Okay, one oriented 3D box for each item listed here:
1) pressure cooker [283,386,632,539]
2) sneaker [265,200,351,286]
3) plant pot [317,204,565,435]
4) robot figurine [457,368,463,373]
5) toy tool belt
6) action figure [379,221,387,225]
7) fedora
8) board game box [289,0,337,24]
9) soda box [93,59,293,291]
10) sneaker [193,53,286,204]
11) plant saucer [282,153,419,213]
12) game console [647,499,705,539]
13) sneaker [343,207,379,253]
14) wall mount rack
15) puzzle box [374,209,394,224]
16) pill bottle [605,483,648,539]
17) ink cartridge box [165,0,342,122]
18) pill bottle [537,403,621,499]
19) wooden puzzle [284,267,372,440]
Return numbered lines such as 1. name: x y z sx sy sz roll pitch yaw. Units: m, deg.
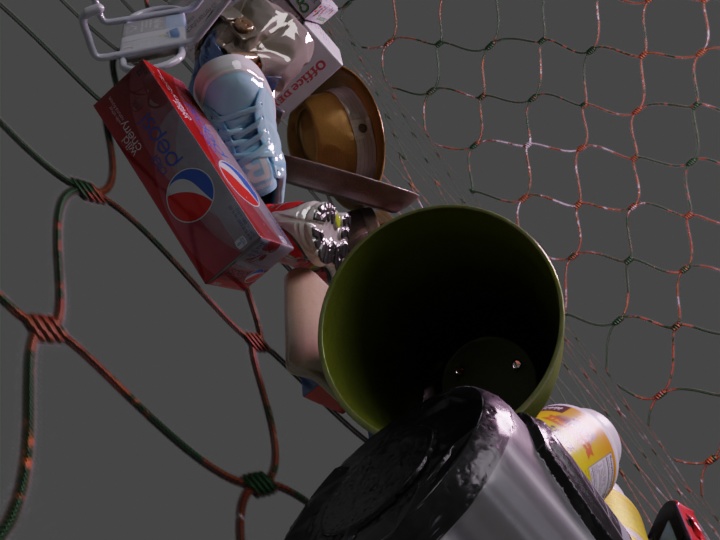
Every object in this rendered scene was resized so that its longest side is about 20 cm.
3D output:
1. pressure cooker: 0.071 0.192 0.542 0.200 0.178 0.176 50 44 -6
2. sneaker: -0.059 -0.032 0.924 0.200 0.085 0.077 57 40 -74
3. plant pot: 0.086 0.073 0.762 0.187 0.187 0.200 58 4 28
4. robot figurine: 0.106 0.133 1.013 0.200 0.058 0.145 47 -3 -16
5. toy tool belt: -0.137 -0.189 0.982 0.125 0.200 0.123 33 52 -2
6. action figure: 0.095 0.029 1.102 0.099 0.065 0.201 -19 98 -40
7. fedora: -0.045 -0.175 1.249 0.082 0.201 0.201 -15 58 -30
8. board game box: -0.112 -0.403 1.169 0.200 0.035 0.126 50 14 -4
9. soda box: -0.143 -0.081 0.785 0.200 0.063 0.070 55 13 18
10. sneaker: -0.102 -0.117 0.878 0.082 0.074 0.200 61 -8 30
11. plant saucer: -0.028 -0.104 1.110 0.199 0.032 0.200 15 2 -1
12. game console: 0.293 0.337 0.909 0.031 0.177 0.200 25 14 4
13. sneaker: 0.000 0.000 1.038 0.200 0.075 0.071 -110 -176 -58
14. wall mount rack: -0.185 -0.267 0.917 0.200 0.173 0.075 -108 -173 -56
15. puzzle box: 0.087 -0.002 1.242 0.133 0.025 0.200 50 1 -29
16. pill bottle: 0.242 0.291 0.955 0.114 0.114 0.200 50 14 -2
17. ink cartridge box: -0.141 -0.302 1.197 0.200 0.145 0.084 45 15 -24
18. pill bottle: 0.177 0.194 0.889 0.200 0.109 0.109 -11 61 -52
19. wooden puzzle: 0.003 0.103 0.831 0.200 0.046 0.185 41 16 -21
